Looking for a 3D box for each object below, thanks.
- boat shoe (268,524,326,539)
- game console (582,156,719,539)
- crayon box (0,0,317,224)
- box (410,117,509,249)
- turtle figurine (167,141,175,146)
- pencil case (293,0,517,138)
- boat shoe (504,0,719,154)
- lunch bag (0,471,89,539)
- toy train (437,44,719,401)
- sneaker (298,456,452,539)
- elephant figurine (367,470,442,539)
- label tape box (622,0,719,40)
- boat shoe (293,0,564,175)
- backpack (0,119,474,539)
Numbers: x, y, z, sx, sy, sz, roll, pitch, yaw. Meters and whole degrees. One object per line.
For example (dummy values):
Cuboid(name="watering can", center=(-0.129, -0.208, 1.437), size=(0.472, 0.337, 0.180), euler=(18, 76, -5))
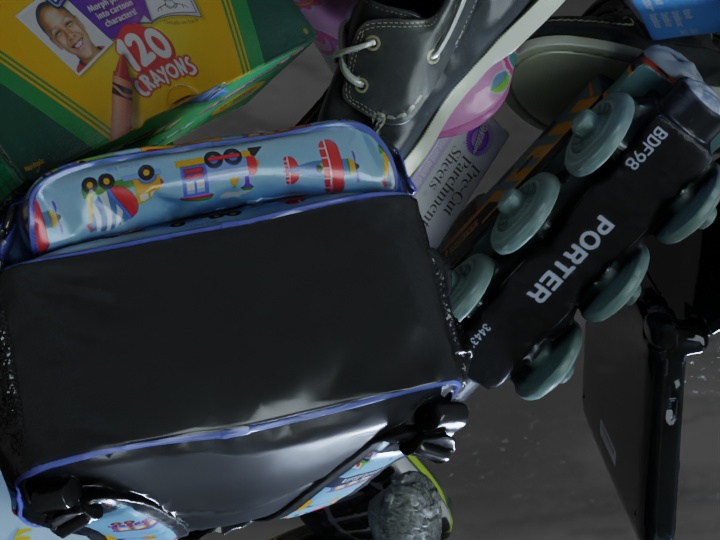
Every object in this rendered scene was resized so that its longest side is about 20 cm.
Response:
Cuboid(name="boat shoe", center=(-0.070, 0.184, 1.131), size=(0.201, 0.072, 0.061), euler=(-32, 147, -35))
Cuboid(name="game console", center=(0.185, 0.027, 1.195), size=(0.116, 0.200, 0.176), euler=(0, 107, -3))
Cuboid(name="crayon box", center=(-0.120, -0.099, 0.947), size=(0.119, 0.058, 0.200), euler=(53, 40, 2))
Cuboid(name="box", center=(0.000, 0.000, 1.161), size=(0.041, 0.039, 0.200), euler=(42, 77, -39))
Cuboid(name="turtle figurine", center=(-0.120, -0.040, 1.020), size=(0.200, 0.101, 0.150), euler=(20, 89, -34))
Cuboid(name="pencil case", center=(0.001, -0.150, 1.091), size=(0.087, 0.087, 0.200), euler=(-49, 128, -17))
Cuboid(name="boat shoe", center=(0.140, -0.111, 1.226), size=(0.199, 0.075, 0.066), euler=(6, 58, -38))
Cuboid(name="lunch bag", center=(-0.178, 0.128, 1.032), size=(0.200, 0.082, 0.161), euler=(-50, 131, -14))
Cuboid(name="toy train", center=(0.099, -0.025, 1.145), size=(0.085, 0.114, 0.200), euler=(35, 111, -16))
Cuboid(name="sneaker", center=(-0.006, 0.059, 1.100), size=(0.200, 0.074, 0.081), euler=(61, 32, -42))
Cuboid(name="elephant figurine", center=(0.056, 0.198, 1.112), size=(0.155, 0.142, 0.200), euler=(-9, 137, -52))
Cuboid(name="label tape box", center=(0.135, -0.162, 1.092), size=(0.066, 0.200, 0.143), euler=(-31, 171, 8))
Cuboid(name="boat shoe", center=(0.011, -0.093, 1.032), size=(0.200, 0.072, 0.068), euler=(-49, 127, 0))
Cuboid(name="backpack", center=(-0.062, 0.038, 0.931), size=(0.182, 0.200, 0.135), euler=(-11, 78, -11))
